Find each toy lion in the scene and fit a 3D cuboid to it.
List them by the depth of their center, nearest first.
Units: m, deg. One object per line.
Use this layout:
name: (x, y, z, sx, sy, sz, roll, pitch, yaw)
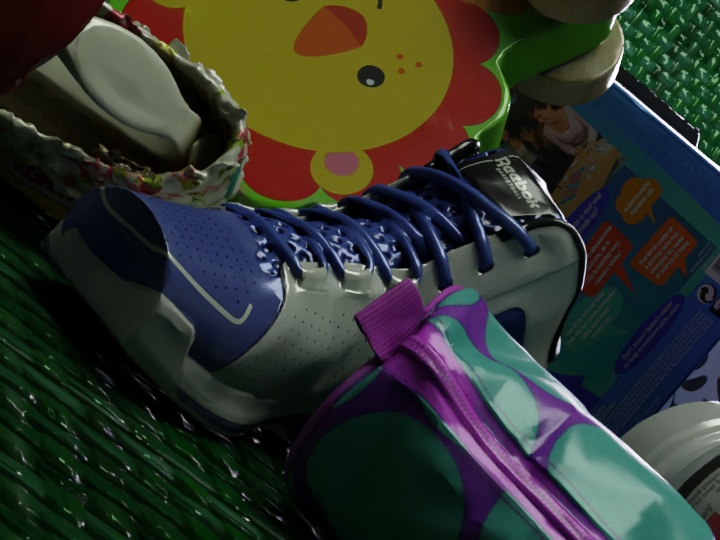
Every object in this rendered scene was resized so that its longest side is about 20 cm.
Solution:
toy lion: (-0.012, -0.102, 0.880, 0.200, 0.191, 0.069, 55, -23, 24)

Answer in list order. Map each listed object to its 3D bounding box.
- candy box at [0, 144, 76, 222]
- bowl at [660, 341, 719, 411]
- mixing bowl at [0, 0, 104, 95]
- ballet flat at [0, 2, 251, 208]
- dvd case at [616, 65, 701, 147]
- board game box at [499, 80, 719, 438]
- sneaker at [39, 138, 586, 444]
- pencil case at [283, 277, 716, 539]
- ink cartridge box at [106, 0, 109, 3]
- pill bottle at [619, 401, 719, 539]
candy box: (-0.103, -0.052, 0.902, 0.102, 0.026, 0.200, 39, 8, -26)
bowl: (0.190, 0.099, 1.183, 0.201, 0.094, 0.201, 39, 8, -7)
mixing bowl: (-0.130, -0.098, 0.592, 0.199, 0.109, 0.200, 0, 19, 0)
ballet flat: (-0.113, -0.081, 0.757, 0.200, 0.076, 0.064, 30, -17, -19)
dvd case: (0.029, -0.061, 1.094, 0.143, 0.200, 0.018, 36, 51, -27)
board game box: (0.055, -0.019, 0.998, 0.200, 0.152, 0.045, 38, 8, -16)
sneaker: (0.000, 0.000, 0.773, 0.199, 0.115, 0.081, 31, 11, -48)
pencil case: (0.070, 0.094, 0.687, 0.200, 0.085, 0.092, 42, -20, 21)
ink cartridge box: (-0.154, -0.179, 1.018, 0.200, 0.047, 0.198, 53, -3, -6)
pill bottle: (0.155, 0.117, 0.807, 0.116, 0.117, 0.200, 36, 0, -28)
